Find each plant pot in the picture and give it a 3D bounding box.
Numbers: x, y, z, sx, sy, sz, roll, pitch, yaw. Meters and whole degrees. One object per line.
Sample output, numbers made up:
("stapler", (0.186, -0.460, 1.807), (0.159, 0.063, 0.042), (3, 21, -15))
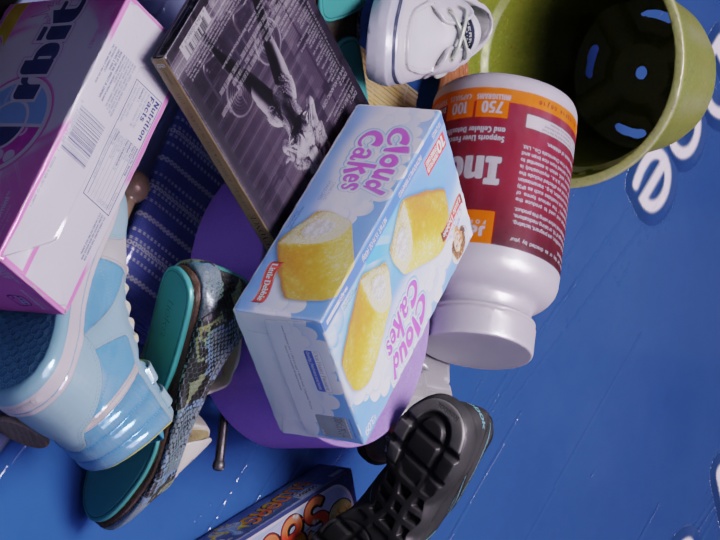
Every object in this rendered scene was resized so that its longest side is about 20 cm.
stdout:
("plant pot", (0.198, -0.164, 1.780), (0.184, 0.199, 0.202), (-1, 93, -62))

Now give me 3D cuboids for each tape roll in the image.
("tape roll", (-0.032, 0.022, 1.521), (0.199, 0.065, 0.202), (9, 79, -54))

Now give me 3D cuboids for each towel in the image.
("towel", (-0.105, -0.028, 1.535), (0.145, 0.024, 0.201), (41, 60, -43))

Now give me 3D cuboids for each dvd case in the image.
("dvd case", (-0.057, -0.114, 1.422), (0.201, 0.016, 0.149), (59, 43, -38))

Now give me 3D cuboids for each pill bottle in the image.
("pill bottle", (0.098, -0.035, 1.635), (0.113, 0.112, 0.202), (30, 60, -47))

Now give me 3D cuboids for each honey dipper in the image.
("honey dipper", (-0.182, 0.019, 1.430), (0.038, 0.038, 0.201), (44, 57, -43))

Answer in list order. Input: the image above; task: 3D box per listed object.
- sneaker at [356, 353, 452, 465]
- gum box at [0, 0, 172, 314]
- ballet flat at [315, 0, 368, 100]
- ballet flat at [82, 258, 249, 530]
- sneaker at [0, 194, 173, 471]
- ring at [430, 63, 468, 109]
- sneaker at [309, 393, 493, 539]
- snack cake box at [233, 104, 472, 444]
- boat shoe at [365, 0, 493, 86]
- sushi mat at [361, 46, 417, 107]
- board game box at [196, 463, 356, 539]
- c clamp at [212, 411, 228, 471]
("sneaker", (0.029, 0.064, 1.675), (0.077, 0.082, 0.201), (39, 40, -19))
("gum box", (-0.196, -0.077, 1.341), (0.066, 0.113, 0.201), (45, 59, -41))
("ballet flat", (-0.030, -0.175, 1.530), (0.072, 0.072, 0.202), (-23, 122, -47))
("ballet flat", (-0.118, 0.086, 1.430), (0.074, 0.074, 0.201), (-8, 131, -50))
("sneaker", (-0.164, 0.039, 1.380), (0.131, 0.079, 0.201), (50, 37, -35))
("ring", (0.021, -0.168, 1.660), (0.200, 0.019, 0.202), (9, 79, -54))
("sneaker", (0.031, 0.176, 1.566), (0.201, 0.075, 0.079), (-54, 158, 16))
("snack cake box", (0.000, 0.000, 1.437), (0.201, 0.067, 0.116), (-61, 145, -37))
("boat shoe", (0.053, -0.176, 1.576), (0.200, 0.066, 0.074), (-51, 146, -68))
("sushi mat", (-0.020, -0.132, 1.624), (0.200, 0.012, 0.096), (35, 57, -47))
("board game box", (-0.069, 0.240, 1.583), (0.199, 0.034, 0.137), (-28, 114, -46))
("c clamp", (-0.049, 0.069, 1.585), (0.200, 0.027, 0.173), (22, 72, -59))
